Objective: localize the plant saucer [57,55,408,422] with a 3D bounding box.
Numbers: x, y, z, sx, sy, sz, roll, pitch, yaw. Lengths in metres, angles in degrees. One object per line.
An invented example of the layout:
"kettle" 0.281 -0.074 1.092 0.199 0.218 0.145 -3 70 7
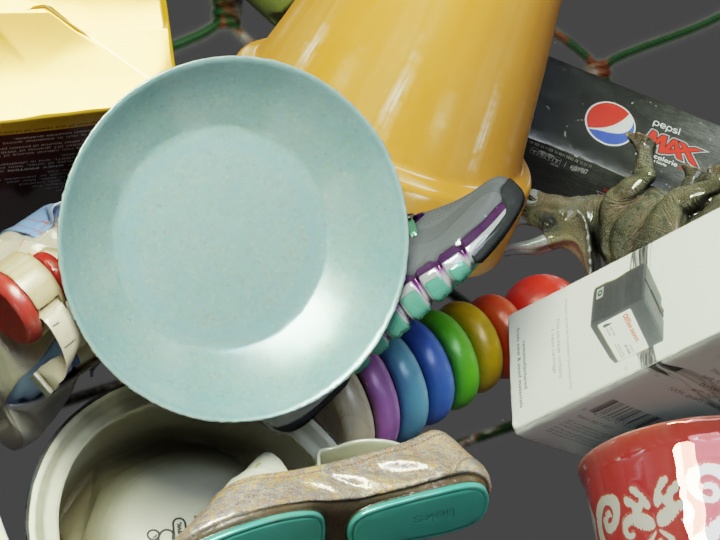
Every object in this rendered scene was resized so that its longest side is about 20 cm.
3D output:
"plant saucer" -0.073 -0.017 1.582 0.201 0.039 0.201 0 91 -19

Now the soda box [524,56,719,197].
"soda box" 0.185 -0.065 1.849 0.200 0.063 0.071 22 58 -1

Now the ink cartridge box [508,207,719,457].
"ink cartridge box" 0.206 0.045 1.690 0.145 0.200 0.084 21 56 -36

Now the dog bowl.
"dog bowl" -0.096 0.162 1.655 0.200 0.074 0.200 5 62 -10

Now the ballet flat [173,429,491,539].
"ballet flat" -0.026 0.131 1.618 0.200 0.068 0.067 -9 45 -23

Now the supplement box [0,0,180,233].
"supplement box" -0.211 -0.110 1.678 0.197 0.200 0.133 -7 72 -6

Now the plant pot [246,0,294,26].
"plant pot" -0.064 -0.266 1.844 0.200 0.200 0.190 -37 87 -27

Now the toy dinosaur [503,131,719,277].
"toy dinosaur" 0.185 -0.024 1.747 0.077 0.200 0.102 31 82 -39

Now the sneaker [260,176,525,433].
"sneaker" 0.000 0.000 1.638 0.200 0.074 0.088 -42 92 -2

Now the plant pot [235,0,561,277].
"plant pot" 0.030 -0.125 1.729 0.200 0.183 0.200 21 23 -9

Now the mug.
"mug" 0.225 0.195 1.668 0.177 0.133 0.200 -15 65 20

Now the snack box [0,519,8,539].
"snack box" -0.267 0.127 1.601 0.116 0.037 0.200 -14 65 -21

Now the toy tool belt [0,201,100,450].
"toy tool belt" -0.175 0.012 1.648 0.123 0.200 0.125 -40 85 -25

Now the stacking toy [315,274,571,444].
"stacking toy" 0.053 0.050 1.750 0.200 0.085 0.085 -23 69 -27
